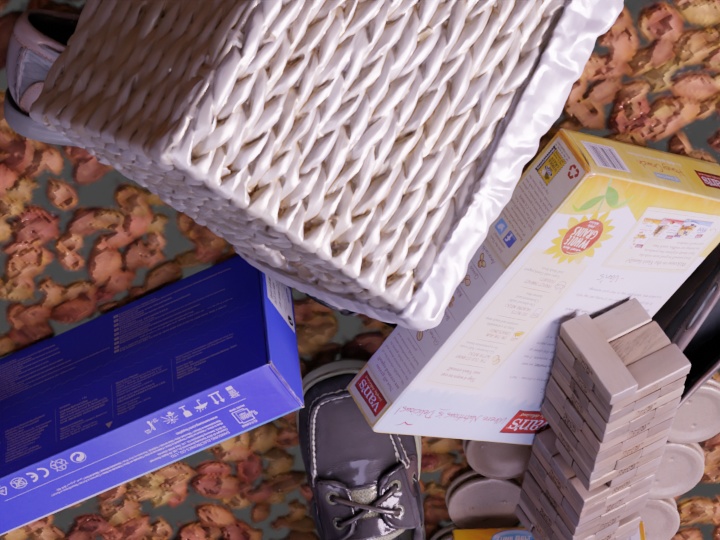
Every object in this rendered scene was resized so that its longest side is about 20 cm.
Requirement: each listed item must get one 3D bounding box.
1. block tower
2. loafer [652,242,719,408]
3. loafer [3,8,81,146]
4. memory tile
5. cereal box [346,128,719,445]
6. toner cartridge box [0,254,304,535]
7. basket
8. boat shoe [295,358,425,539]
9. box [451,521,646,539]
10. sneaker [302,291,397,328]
[{"bbox_3d":[0.136,0.095,1.523,0.058,0.054,0.200,-25,151,-20],"label":"block tower"},{"bbox_3d":[0.221,0.010,1.508,0.072,0.063,0.200,26,125,-28],"label":"loafer"},{"bbox_3d":[-0.082,-0.097,1.375,0.200,0.072,0.063,2,125,-4],"label":"loafer"},{"bbox_3d":[0.130,0.128,1.639,0.153,0.017,0.200,7,132,-13],"label":"memory tile"},{"bbox_3d":[0.102,0.014,1.470,0.144,0.040,0.200,9,129,-47],"label":"cereal box"},{"bbox_3d":[-0.131,0.068,1.501,0.200,0.095,0.043,-23,131,15],"label":"toner cartridge box"},{"bbox_3d":[-0.018,-0.105,1.245,0.161,0.198,0.200,33,84,-27],"label":"basket"},{"bbox_3d":[0.007,0.138,1.599,0.072,0.066,0.201,-10,134,1],"label":"boat shoe"},{"bbox_3d":[0.117,0.227,1.696,0.119,0.042,0.200,-2,144,0],"label":"box"},{"bbox_3d":[0.000,0.000,1.464,0.200,0.079,0.075,33,120,-33],"label":"sneaker"}]
